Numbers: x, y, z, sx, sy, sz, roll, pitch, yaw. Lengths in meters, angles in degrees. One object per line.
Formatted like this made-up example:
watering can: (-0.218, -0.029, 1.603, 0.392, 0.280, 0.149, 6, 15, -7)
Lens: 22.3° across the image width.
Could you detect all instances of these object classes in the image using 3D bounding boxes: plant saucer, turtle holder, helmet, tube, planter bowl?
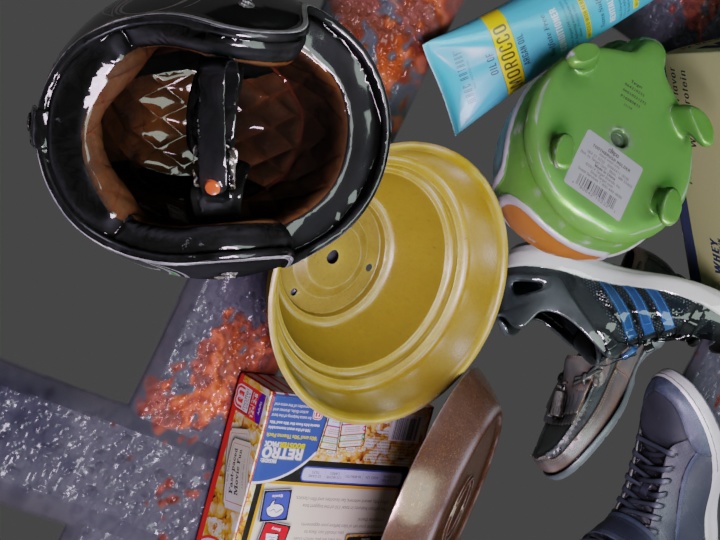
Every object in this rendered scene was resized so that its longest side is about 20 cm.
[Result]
plant saucer: (0.058, 0.168, 1.327, 0.200, 0.034, 0.201, 22, 90, -78)
turtle holder: (0.161, -0.095, 1.324, 0.141, 0.132, 0.186, 6, 69, -25)
helmet: (-0.088, -0.086, 1.106, 0.191, 0.199, 0.201, -27, 130, -72)
tube: (0.135, -0.180, 1.334, 0.200, 0.050, 0.078, -33, 118, -17)
planter bowl: (0.000, 0.000, 1.269, 0.200, 0.083, 0.201, -12, 112, -33)

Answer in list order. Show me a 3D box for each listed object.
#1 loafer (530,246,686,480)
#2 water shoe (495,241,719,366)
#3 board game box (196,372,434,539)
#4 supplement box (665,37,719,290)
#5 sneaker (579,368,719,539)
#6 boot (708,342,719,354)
loafer: (0.187, 0.071, 1.451, 0.063, 0.072, 0.200, 41, 73, -18)
water shoe: (0.197, 0.040, 1.393, 0.199, 0.072, 0.079, 15, 74, -5)
board game box: (-0.040, 0.181, 1.326, 0.151, 0.046, 0.201, 9, 100, -38)
supplement box: (0.338, -0.082, 1.370, 0.134, 0.200, 0.201, -14, 99, -17)
sneaker: (0.229, 0.193, 1.506, 0.146, 0.077, 0.203, -24, 120, -31)
boot: (0.344, -0.032, 1.518, 0.138, 0.077, 0.200, -25, 118, -22)
